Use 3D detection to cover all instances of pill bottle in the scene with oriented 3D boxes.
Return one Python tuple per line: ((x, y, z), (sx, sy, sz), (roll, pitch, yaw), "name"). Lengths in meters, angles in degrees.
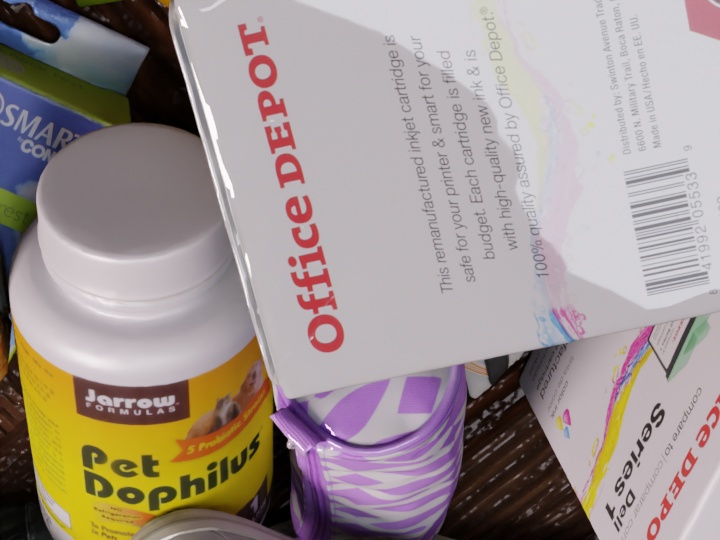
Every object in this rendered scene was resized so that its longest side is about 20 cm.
((-0.090, 0.037, 0.795), (0.108, 0.110, 0.201), (-6, 137, -8), "pill bottle")

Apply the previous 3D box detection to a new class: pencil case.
((0.003, 0.075, 0.825), (0.086, 0.084, 0.200), (-51, 163, -17), "pencil case")

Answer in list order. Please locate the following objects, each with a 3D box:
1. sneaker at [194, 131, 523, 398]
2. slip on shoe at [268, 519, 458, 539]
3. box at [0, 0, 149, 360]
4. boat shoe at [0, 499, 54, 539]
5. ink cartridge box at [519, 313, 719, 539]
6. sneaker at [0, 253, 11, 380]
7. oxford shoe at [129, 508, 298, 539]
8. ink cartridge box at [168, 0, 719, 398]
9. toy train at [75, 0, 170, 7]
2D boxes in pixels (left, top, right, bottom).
((0.000, 0.000, 0.846), (0.199, 0.074, 0.080), (24, 114, -20), "sneaker")
((0.034, 0.168, 0.942), (0.198, 0.074, 0.062), (8, 132, -14), "slip on shoe")
((-0.185, -0.028, 0.809), (0.121, 0.048, 0.201), (23, 110, -21), "box")
((-0.148, 0.203, 0.917), (0.070, 0.072, 0.202), (-13, 116, 0), "boat shoe")
((0.157, 0.050, 0.830), (0.083, 0.200, 0.146), (17, 112, -19), "ink cartridge box")
((-0.192, -0.038, 0.734), (0.087, 0.076, 0.202), (-5, 114, -3), "sneaker")
((-0.016, 0.155, 0.826), (0.199, 0.058, 0.075), (19, 124, -37), "oxford shoe")
((0.053, -0.056, 0.618), (0.198, 0.083, 0.147), (-11, 111, 7), "ink cartridge box")
((-0.067, -0.124, 0.770), (0.114, 0.085, 0.202), (-3, 117, 2), "toy train")
